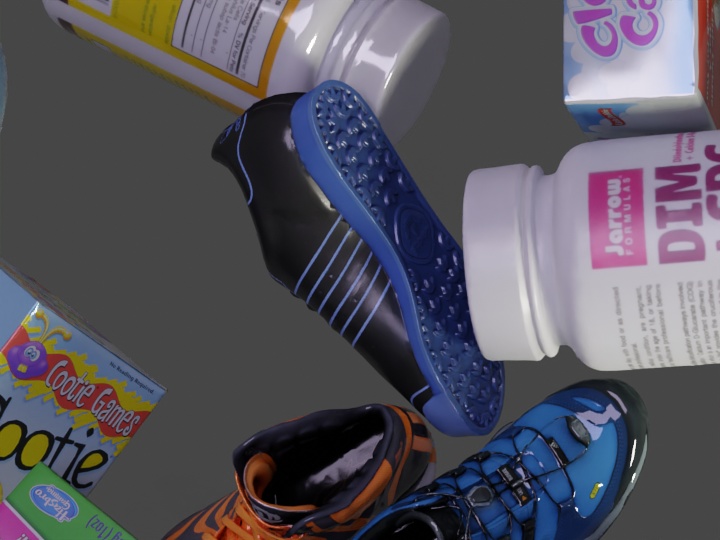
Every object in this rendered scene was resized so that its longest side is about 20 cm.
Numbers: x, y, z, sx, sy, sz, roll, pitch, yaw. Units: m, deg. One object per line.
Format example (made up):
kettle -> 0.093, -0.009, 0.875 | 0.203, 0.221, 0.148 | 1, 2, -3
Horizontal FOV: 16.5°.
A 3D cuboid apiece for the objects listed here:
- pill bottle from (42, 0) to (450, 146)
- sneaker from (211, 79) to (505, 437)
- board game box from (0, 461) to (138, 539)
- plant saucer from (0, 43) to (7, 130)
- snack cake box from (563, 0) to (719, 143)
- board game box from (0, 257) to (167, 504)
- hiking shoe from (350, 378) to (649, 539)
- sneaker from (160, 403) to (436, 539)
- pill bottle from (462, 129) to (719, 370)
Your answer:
pill bottle -> -0.058, -0.137, 1.281 | 0.200, 0.109, 0.109 | 27, 85, 17
sneaker -> 0.000, 0.000, 1.240 | 0.078, 0.070, 0.200 | -16, 108, 38
board game box -> -0.159, 0.213, 1.161 | 0.153, 0.040, 0.200 | 36, 71, 15
plant saucer -> -0.274, -0.066, 1.308 | 0.201, 0.039, 0.201 | -20, 51, 27
snack cake box -> 0.142, -0.164, 1.238 | 0.067, 0.115, 0.200 | -2, 77, 13
board game box -> -0.212, 0.098, 1.252 | 0.200, 0.103, 0.105 | -53, 42, -1
hiking shoe -> 0.060, 0.126, 1.207 | 0.200, 0.087, 0.074 | -42, 74, 2
sneaker -> -0.057, 0.127, 1.222 | 0.200, 0.112, 0.078 | -41, 72, 2
pill bottle -> 0.155, -0.010, 1.201 | 0.200, 0.113, 0.114 | -5, 77, 12
